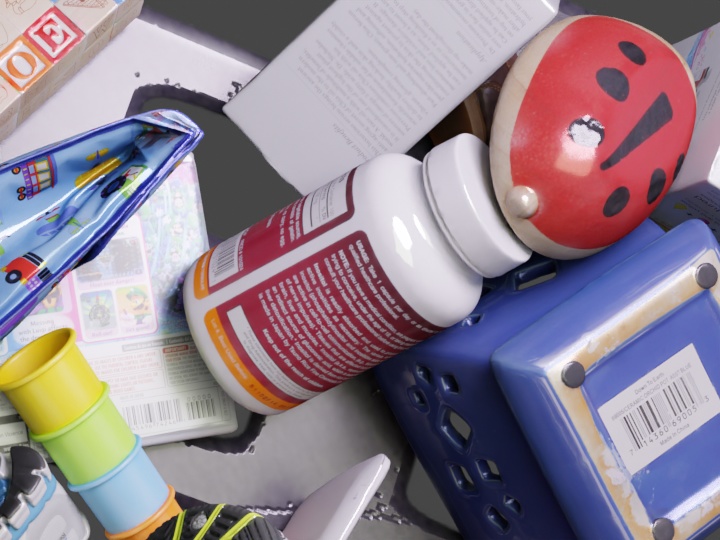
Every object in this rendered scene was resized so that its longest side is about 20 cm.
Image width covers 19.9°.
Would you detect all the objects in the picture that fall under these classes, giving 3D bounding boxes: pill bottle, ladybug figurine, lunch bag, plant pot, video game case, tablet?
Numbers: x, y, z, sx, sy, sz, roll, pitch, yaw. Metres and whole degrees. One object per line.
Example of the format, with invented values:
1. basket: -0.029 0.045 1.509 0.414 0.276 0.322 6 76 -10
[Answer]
1. pill bottle: 0.000 0.000 1.251 0.200 0.113 0.113 -28 92 24
2. ladybug figurine: 0.147 -0.084 1.243 0.200 0.072 0.136 -48 119 -45
3. lunch bag: -0.183 -0.036 1.203 0.200 0.151 0.094 -37 94 -19
4. plant pot: 0.153 0.082 1.294 0.200 0.180 0.201 -32 103 -21
5. video game case: -0.187 0.026 1.285 0.199 0.024 0.183 -8 85 -18
6. tablet: -0.056 0.201 1.226 0.014 0.130 0.200 38 59 -8

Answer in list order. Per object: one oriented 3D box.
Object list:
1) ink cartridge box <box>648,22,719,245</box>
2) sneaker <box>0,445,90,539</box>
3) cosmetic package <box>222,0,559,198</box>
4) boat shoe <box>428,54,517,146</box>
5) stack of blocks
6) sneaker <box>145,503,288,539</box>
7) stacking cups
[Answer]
1. ink cartridge box: 0.268 -0.071 1.356 0.145 0.200 0.145 28 77 -12
2. sneaker: -0.237 0.205 1.222 0.200 0.075 0.087 -46 128 -7
3. cosmetic package: 0.020 -0.137 1.299 0.200 0.071 0.101 -41 97 16
4. boat shoe: 0.060 -0.172 1.373 0.070 0.070 0.201 -21 98 -31
5. stack of blocks: -0.241 -0.145 1.262 0.115 0.059 0.200 43 69 3
6. sneaker: -0.106 0.199 1.214 0.076 0.200 0.076 42 42 -26
7. stacking cups: -0.147 0.130 1.253 0.060 0.060 0.200 -39 113 -19
